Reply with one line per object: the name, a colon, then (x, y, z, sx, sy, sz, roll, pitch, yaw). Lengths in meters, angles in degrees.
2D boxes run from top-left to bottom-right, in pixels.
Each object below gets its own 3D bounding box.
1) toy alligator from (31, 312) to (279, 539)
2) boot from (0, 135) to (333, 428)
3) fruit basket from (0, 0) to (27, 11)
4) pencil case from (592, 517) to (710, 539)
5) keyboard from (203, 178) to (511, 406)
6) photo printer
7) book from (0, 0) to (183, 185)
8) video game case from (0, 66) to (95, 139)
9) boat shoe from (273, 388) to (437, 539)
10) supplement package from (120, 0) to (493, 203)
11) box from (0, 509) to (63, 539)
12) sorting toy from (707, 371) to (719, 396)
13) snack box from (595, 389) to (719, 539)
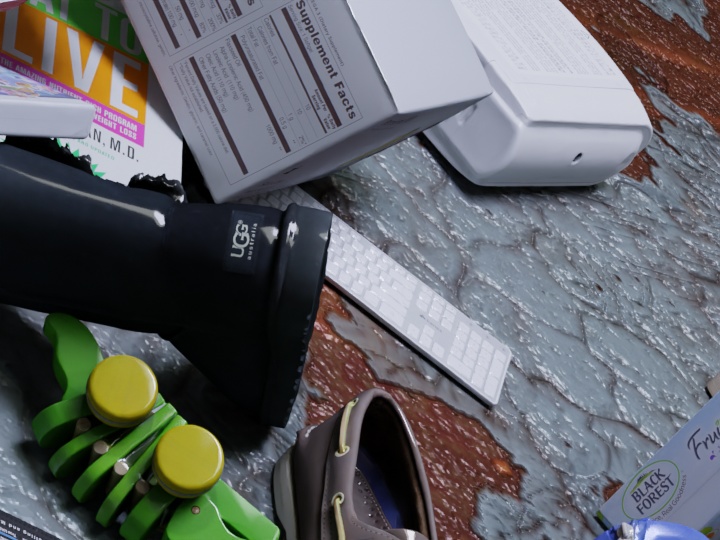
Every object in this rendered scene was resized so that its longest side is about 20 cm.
toy alligator: (-0.080, 0.102, 1.198, 0.054, 0.059, 0.200, -39, 79, -24)
boot: (-0.101, 0.003, 1.273, 0.167, 0.200, 0.077, 13, 72, 1)
fruit basket: (-0.190, -0.177, 1.349, 0.185, 0.094, 0.200, -14, 30, -39)
pencil case: (0.144, 0.196, 1.333, 0.200, 0.078, 0.087, -91, 158, -58)
keyboard: (0.000, 0.000, 1.522, 0.200, 0.011, 0.056, 37, 25, -9)
photo printer: (0.092, -0.127, 1.788, 0.167, 0.069, 0.200, 51, 26, 20)
book: (-0.155, -0.090, 1.411, 0.133, 0.048, 0.200, 28, 31, -22)
video game case: (-0.233, -0.097, 1.225, 0.199, 0.018, 0.143, 24, 13, 32)
boat shoe: (0.008, 0.134, 1.261, 0.072, 0.060, 0.200, 29, 28, -28)
supplement package: (-0.031, -0.134, 1.487, 0.156, 0.111, 0.200, 64, 18, 2)
box: (-0.175, 0.135, 1.015, 0.200, 0.044, 0.161, 30, 27, -25)
sorting toy: (0.338, 0.134, 1.726, 0.198, 0.070, 0.200, 13, 38, -46)
snack box: (0.234, 0.074, 1.516, 0.053, 0.200, 0.142, 50, 27, 17)
